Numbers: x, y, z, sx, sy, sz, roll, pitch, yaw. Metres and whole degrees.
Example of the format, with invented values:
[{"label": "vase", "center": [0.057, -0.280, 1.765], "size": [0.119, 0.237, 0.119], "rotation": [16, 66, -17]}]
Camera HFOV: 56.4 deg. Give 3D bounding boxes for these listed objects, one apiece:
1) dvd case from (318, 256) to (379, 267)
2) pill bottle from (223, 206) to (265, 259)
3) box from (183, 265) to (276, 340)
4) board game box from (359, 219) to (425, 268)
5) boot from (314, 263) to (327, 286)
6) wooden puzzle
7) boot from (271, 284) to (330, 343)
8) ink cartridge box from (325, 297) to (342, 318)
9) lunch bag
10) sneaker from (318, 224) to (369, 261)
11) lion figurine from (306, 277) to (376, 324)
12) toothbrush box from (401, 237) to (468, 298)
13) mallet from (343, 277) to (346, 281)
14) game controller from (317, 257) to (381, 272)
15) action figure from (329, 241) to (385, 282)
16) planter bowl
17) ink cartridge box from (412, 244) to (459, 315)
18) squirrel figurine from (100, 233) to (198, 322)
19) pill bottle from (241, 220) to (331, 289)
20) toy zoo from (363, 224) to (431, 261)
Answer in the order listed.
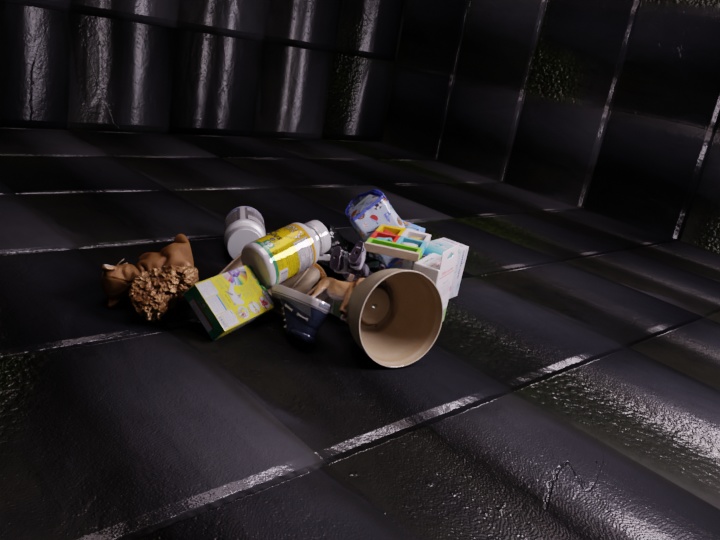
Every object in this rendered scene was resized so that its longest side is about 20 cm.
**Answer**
[{"label": "dvd case", "center": [-0.069, -0.041, 1.816], "size": [0.199, 0.022, 0.146], "rotation": [25, 23, 37]}, {"label": "pill bottle", "center": [-0.315, -0.096, 1.831], "size": [0.113, 0.115, 0.200], "rotation": [6, 19, -12]}, {"label": "box", "center": [-0.267, 0.061, 1.414], "size": [0.118, 0.048, 0.200], "rotation": [56, 31, 5]}, {"label": "board game box", "center": [0.083, -0.077, 1.923], "size": [0.199, 0.152, 0.036], "rotation": [25, 23, 37]}, {"label": "boot", "center": [-0.188, 0.015, 1.668], "size": [0.143, 0.071, 0.201], "rotation": [-14, 27, -38]}, {"label": "wooden puzzle", "center": [-0.219, 0.026, 1.583], "size": [0.199, 0.037, 0.185], "rotation": [21, 41, 14]}, {"label": "boot", "center": [-0.146, 0.090, 1.428], "size": [0.073, 0.091, 0.200], "rotation": [28, -8, -34]}, {"label": "ink cartridge box", "center": [0.008, 0.071, 1.622], "size": [0.145, 0.048, 0.199], "rotation": [22, 25, 33]}, {"label": "lunch bag", "center": [0.047, -0.118, 1.783], "size": [0.124, 0.170, 0.200], "rotation": [-36, 15, -3]}, {"label": "sneaker", "center": [-0.061, -0.070, 1.723], "size": [0.199, 0.088, 0.076], "rotation": [2, 18, -28]}, {"label": "lion figurine", "center": [-0.047, 0.050, 1.503], "size": [0.199, 0.073, 0.123], "rotation": [17, 55, 24]}, {"label": "toothbrush box", "center": [0.188, 0.006, 1.749], "size": [0.085, 0.147, 0.200], "rotation": [22, 21, 30]}, {"label": "mallet", "center": [0.036, 0.023, 1.799], "size": [0.066, 0.041, 0.199], "rotation": [5, 4, 38]}, {"label": "game controller", "center": [-0.029, -0.019, 1.850], "size": [0.199, 0.042, 0.104], "rotation": [3, 4, -18]}, {"label": "action figure", "center": [0.000, 0.000, 1.567], "size": [0.129, 0.070, 0.200], "rotation": [4, -19, 19]}, {"label": "planter bowl", "center": [0.052, 0.086, 1.397], "size": [0.199, 0.202, 0.135], "rotation": [-1, 11, -30]}, {"label": "ink cartridge box", "center": [0.166, 0.033, 1.574], "size": [0.067, 0.201, 0.117], "rotation": [19, 20, 24]}, {"label": "squirrel figurine", "center": [-0.441, 0.020, 1.403], "size": [0.186, 0.142, 0.200], "rotation": [-6, 21, -24]}, {"label": "pill bottle", "center": [-0.167, -0.044, 1.558], "size": [0.112, 0.113, 0.199], "rotation": [26, 41, 38]}, {"label": "toy zoo", "center": [0.094, -0.072, 1.606], "size": [0.130, 0.021, 0.200], "rotation": [12, 21, 11]}]
